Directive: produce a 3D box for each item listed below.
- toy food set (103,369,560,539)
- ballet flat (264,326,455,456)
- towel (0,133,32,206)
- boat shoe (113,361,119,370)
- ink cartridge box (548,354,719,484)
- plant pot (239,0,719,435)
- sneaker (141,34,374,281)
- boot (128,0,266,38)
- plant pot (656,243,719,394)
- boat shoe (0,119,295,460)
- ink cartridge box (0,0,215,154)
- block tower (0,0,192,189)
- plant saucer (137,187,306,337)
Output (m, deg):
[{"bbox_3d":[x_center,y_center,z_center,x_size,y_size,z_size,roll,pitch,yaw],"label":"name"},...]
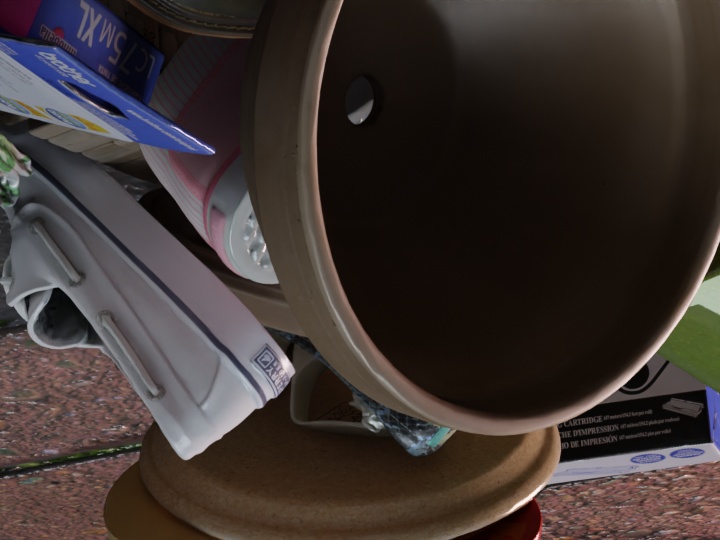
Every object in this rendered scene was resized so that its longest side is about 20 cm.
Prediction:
[{"bbox_3d":[-0.004,0.088,1.261,0.198,0.049,0.200,7,-155,21],"label":"toy food set"},{"bbox_3d":[-0.028,0.033,1.247,0.074,0.074,0.200,16,-176,-45],"label":"ballet flat"},{"bbox_3d":[-0.209,-0.073,0.960,0.153,0.023,0.200,18,171,14],"label":"towel"},{"bbox_3d":[-0.043,0.039,1.385,0.200,0.072,0.072,13,155,-41],"label":"boat shoe"},{"bbox_3d":[0.087,0.065,1.454,0.200,0.094,0.044,-10,160,16],"label":"ink cartridge box"},{"bbox_3d":[0.028,-0.053,0.905,0.201,0.201,0.093,14,179,-42],"label":"plant pot"},{"bbox_3d":[0.007,-0.079,1.027,0.200,0.105,0.075,-32,131,-18],"label":"sneaker"},{"bbox_3d":[-0.045,-0.129,0.892,0.200,0.075,0.097,14,157,-38],"label":"boot"},{"bbox_3d":[0.198,-0.006,1.173,0.190,0.200,0.200,23,150,-28],"label":"plant pot"},{"bbox_3d":[-0.112,0.000,1.101,0.065,0.200,0.074,-43,142,-10],"label":"boat shoe"},{"bbox_3d":[-0.152,-0.090,0.930,0.200,0.042,0.119,17,171,27],"label":"ink cartridge box"},{"bbox_3d":[-0.073,-0.069,1.095,0.058,0.054,0.200,-16,157,34],"label":"block tower"},{"bbox_3d":[0.000,0.000,1.188,0.200,0.029,0.200,10,-167,-2],"label":"plant saucer"}]
